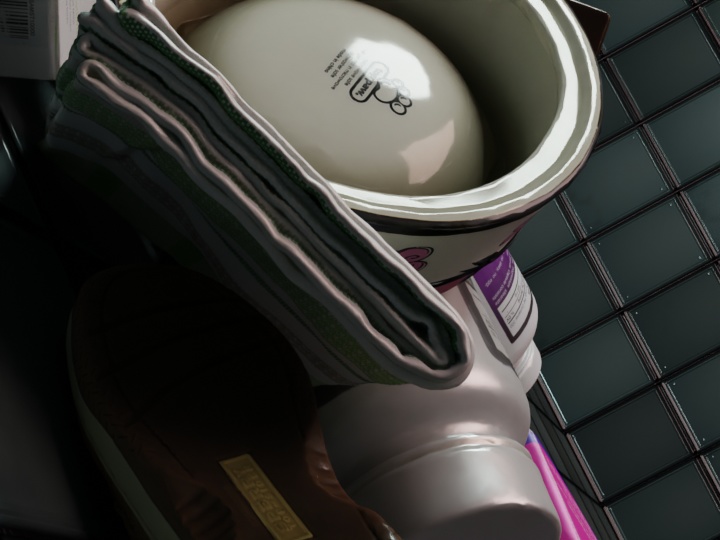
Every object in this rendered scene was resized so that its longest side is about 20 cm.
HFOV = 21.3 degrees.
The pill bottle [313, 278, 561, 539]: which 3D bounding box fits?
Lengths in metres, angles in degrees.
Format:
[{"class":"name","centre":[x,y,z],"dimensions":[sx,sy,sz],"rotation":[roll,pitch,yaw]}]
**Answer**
[{"class":"pill bottle","centre":[0.002,0.042,0.797],"dimensions":[0.113,0.112,0.201],"rotation":[53,11,-55]}]

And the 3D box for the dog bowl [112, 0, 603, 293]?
[{"class":"dog bowl","centre":[-0.008,-0.070,0.762],"dimensions":[0.201,0.198,0.074],"rotation":[66,-32,34]}]

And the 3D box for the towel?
[{"class":"towel","centre":[-0.045,-0.011,0.618],"dimensions":[0.149,0.031,0.200],"rotation":[45,-13,-7]}]

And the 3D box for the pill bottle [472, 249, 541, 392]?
[{"class":"pill bottle","centre":[0.057,0.009,1.387],"dimensions":[0.201,0.112,0.113],"rotation":[59,7,-32]}]

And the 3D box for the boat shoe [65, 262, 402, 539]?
[{"class":"boat shoe","centre":[-0.041,0.078,0.567],"dimensions":[0.200,0.071,0.077],"rotation":[-124,-146,-46]}]

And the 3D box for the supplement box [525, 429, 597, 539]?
[{"class":"supplement box","centre":[0.077,0.186,0.838],"dimensions":[0.104,0.101,0.201],"rotation":[57,8,-39]}]

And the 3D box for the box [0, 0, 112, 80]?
[{"class":"box","centre":[-0.105,-0.174,0.725],"dimensions":[0.200,0.036,0.146],"rotation":[-78,172,-63]}]

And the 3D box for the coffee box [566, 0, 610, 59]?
[{"class":"coffee box","centre":[0.053,-0.108,0.980],"dimensions":[0.112,0.080,0.200],"rotation":[20,5,-1]}]
